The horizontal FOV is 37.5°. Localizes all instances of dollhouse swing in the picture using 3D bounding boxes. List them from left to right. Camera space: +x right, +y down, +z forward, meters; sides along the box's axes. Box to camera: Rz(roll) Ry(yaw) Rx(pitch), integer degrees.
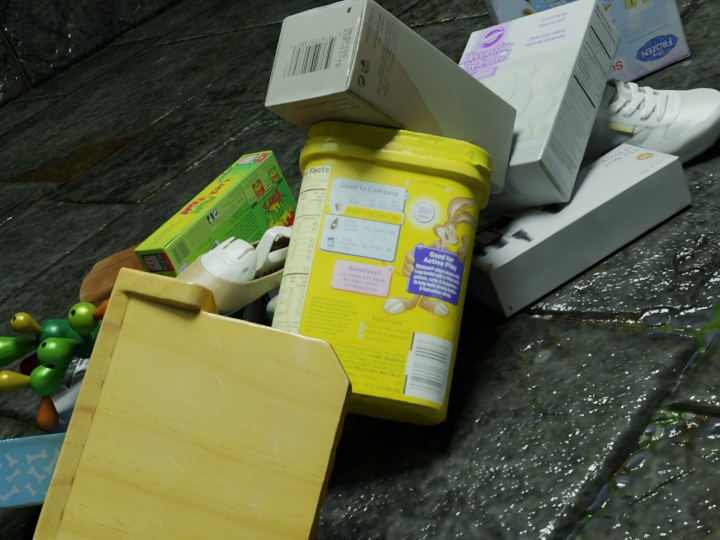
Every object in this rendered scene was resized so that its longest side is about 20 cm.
[{"bbox_3d":[-0.109,0.125,0.739,0.174,0.202,0.182,15,-13,-1],"label":"dollhouse swing"}]

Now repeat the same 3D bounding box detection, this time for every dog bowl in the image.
[{"bbox_3d":[-0.261,0.157,0.830,0.110,0.050,0.200,-7,-7,-4],"label":"dog bowl"}]

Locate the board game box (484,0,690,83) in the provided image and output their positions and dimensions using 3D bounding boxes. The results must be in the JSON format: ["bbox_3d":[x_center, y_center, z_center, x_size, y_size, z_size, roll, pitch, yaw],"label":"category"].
[{"bbox_3d":[0.247,-0.294,1.187,0.199,0.201,0.041,-23,23,0],"label":"board game box"}]

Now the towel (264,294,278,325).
[{"bbox_3d":[0.000,0.000,0.939,0.171,0.048,0.200,-34,7,-11],"label":"towel"}]

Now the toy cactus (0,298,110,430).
[{"bbox_3d":[-0.229,0.063,0.955,0.198,0.103,0.165,-18,7,19],"label":"toy cactus"}]

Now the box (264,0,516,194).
[{"bbox_3d":[0.030,-0.129,0.846,0.094,0.199,0.078,-3,70,44],"label":"box"}]

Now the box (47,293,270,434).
[{"bbox_3d":[-0.188,0.085,1.011,0.198,0.049,0.159,-19,25,12],"label":"box"}]

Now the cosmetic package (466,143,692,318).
[{"bbox_3d":[0.180,-0.039,0.920,0.199,0.051,0.082,-31,26,-13],"label":"cosmetic package"}]

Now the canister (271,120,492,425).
[{"bbox_3d":[0.012,0.003,0.795,0.147,0.087,0.202,10,74,5],"label":"canister"}]

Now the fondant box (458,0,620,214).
[{"bbox_3d":[0.143,-0.147,0.973,0.143,0.058,0.201,-7,48,42],"label":"fondant box"}]

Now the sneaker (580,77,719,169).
[{"bbox_3d":[0.246,-0.143,1.006,0.198,0.081,0.077,-6,47,28],"label":"sneaker"}]

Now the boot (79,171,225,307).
[{"bbox_3d":[-0.237,-0.032,1.305,0.199,0.069,0.189,-25,31,18],"label":"boot"}]

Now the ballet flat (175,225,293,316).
[{"bbox_3d":[-0.105,-0.009,0.993,0.068,0.063,0.200,32,27,22],"label":"ballet flat"}]

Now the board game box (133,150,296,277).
[{"bbox_3d":[-0.146,-0.035,1.148,0.047,0.102,0.200,-3,32,38],"label":"board game box"}]
